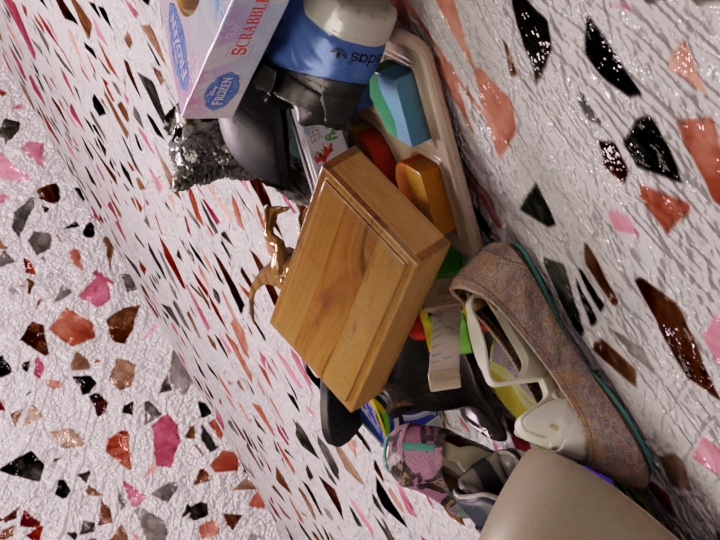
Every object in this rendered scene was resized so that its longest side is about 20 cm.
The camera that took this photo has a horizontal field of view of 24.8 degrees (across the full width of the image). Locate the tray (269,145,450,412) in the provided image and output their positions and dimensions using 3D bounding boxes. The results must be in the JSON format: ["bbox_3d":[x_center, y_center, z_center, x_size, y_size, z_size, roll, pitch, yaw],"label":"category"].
[{"bbox_3d":[-0.006,0.012,1.178,0.099,0.037,0.200,46,146,18],"label":"tray"}]

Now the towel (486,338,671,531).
[{"bbox_3d":[0.156,0.133,1.233,0.200,0.023,0.144,57,165,18],"label":"towel"}]

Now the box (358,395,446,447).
[{"bbox_3d":[0.019,0.080,1.542,0.070,0.064,0.200,45,159,50],"label":"box"}]

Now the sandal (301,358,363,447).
[{"bbox_3d":[-0.029,0.072,1.600,0.045,0.075,0.200,4,105,37],"label":"sandal"}]

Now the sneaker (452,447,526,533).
[{"bbox_3d":[0.130,0.218,1.357,0.146,0.077,0.202,52,162,0],"label":"sneaker"}]

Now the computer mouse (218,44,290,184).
[{"bbox_3d":[-0.088,-0.153,1.304,0.139,0.053,0.200,85,180,-56],"label":"computer mouse"}]

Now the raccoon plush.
[{"bbox_3d":[-0.087,-0.093,1.402,0.200,0.097,0.134,30,-149,-30],"label":"raccoon plush"}]

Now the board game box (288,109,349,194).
[{"bbox_3d":[-0.026,-0.082,1.318,0.200,0.035,0.126,83,170,-78],"label":"board game box"}]

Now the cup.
[{"bbox_3d":[0.145,0.241,1.125,0.200,0.143,0.200,41,166,12],"label":"cup"}]

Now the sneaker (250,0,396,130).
[{"bbox_3d":[-0.050,-0.174,1.149,0.200,0.077,0.111,50,128,43],"label":"sneaker"}]

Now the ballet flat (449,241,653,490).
[{"bbox_3d":[0.124,0.077,1.133,0.200,0.067,0.068,58,160,9],"label":"ballet flat"}]

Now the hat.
[{"bbox_3d":[0.041,0.078,1.383,0.201,0.081,0.201,61,172,15],"label":"hat"}]

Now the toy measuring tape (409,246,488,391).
[{"bbox_3d":[0.066,0.049,1.202,0.200,0.074,0.074,-86,-23,-60],"label":"toy measuring tape"}]

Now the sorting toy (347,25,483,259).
[{"bbox_3d":[0.022,-0.104,1.210,0.185,0.036,0.200,38,154,58],"label":"sorting toy"}]

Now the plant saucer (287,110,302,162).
[{"bbox_3d":[-0.097,-0.156,1.546,0.200,0.036,0.200,55,166,21],"label":"plant saucer"}]

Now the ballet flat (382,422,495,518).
[{"bbox_3d":[0.093,0.172,1.391,0.071,0.069,0.200,1,163,31],"label":"ballet flat"}]

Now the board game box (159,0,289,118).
[{"bbox_3d":[-0.097,-0.238,1.109,0.200,0.041,0.200,125,137,-56],"label":"board game box"}]

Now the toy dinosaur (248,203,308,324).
[{"bbox_3d":[-0.066,-0.005,1.474,0.200,0.060,0.106,-3,86,55],"label":"toy dinosaur"}]
